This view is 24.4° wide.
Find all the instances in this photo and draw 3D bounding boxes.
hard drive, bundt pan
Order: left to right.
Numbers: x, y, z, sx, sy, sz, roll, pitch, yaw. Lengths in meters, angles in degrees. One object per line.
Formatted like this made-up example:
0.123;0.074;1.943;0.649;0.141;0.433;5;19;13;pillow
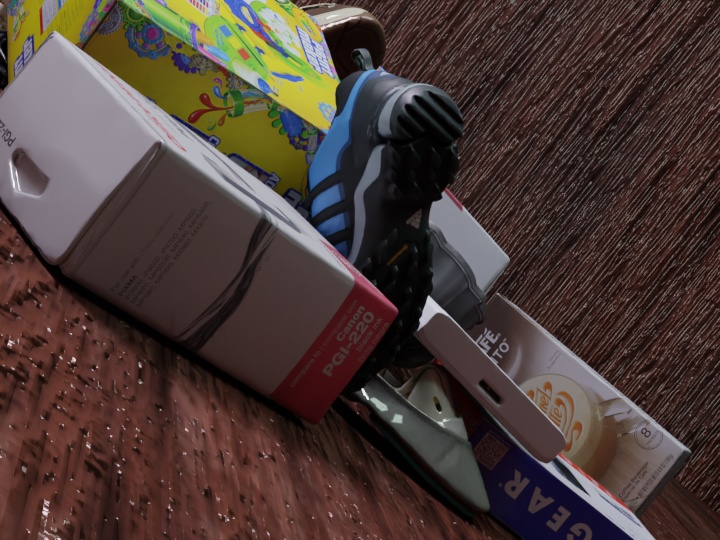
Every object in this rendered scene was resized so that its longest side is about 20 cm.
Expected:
0.000;0.000;1.306;0.201;0.076;0.202;39;-17;14;bundt pan
0.058;0.047;1.130;0.132;0.027;0.200;45;1;-22;hard drive

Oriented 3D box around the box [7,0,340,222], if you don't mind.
-0.117;-0.124;1.081;0.192;0.122;0.201;31;22;-27;box

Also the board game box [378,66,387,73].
-0.071;-0.123;1.417;0.135;0.199;0.035;33;31;-53;board game box

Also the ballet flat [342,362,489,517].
0.018;0.069;1.048;0.200;0.064;0.067;41;4;9;ballet flat

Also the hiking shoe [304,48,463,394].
0.001;-0.023;0.994;0.074;0.202;0.087;9;17;-38;hiking shoe

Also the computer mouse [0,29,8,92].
-0.182;-0.095;1.157;0.199;0.046;0.141;21;25;-45;computer mouse

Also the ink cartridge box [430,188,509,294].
0.017;-0.029;1.470;0.146;0.083;0.199;47;-17;-18;ink cartridge box

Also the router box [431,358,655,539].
0.131;0.160;1.204;0.199;0.049;0.180;39;4;-13;router box

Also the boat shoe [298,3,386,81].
-0.084;-0.155;1.253;0.075;0.200;0.076;-130;-149;-53;boat shoe

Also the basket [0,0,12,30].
-0.300;-0.262;1.309;0.200;0.124;0.135;41;9;16;basket

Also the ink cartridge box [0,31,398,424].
-0.093;-0.021;0.883;0.199;0.085;0.146;34;7;-44;ink cartridge box

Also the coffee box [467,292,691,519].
0.159;0.128;1.373;0.199;0.115;0.080;39;4;17;coffee box
